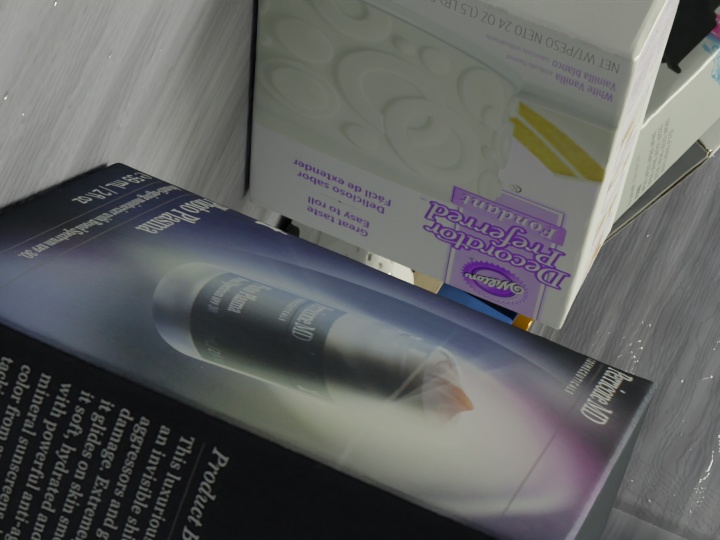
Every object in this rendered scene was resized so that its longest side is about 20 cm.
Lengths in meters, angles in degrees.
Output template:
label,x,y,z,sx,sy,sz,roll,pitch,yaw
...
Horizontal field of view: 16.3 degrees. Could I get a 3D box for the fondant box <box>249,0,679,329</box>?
label,x,y,z,sx,sy,sz,roll,pitch,yaw
fondant box,0.035,-0.071,0.972,0.200,0.144,0.058,97,18,-61

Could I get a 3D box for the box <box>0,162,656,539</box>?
label,x,y,z,sx,sy,sz,roll,pitch,yaw
box,-0.033,0.067,0.742,0.200,0.198,0.123,-40,152,-73

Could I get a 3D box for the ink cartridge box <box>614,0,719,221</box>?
label,x,y,z,sx,sy,sz,roll,pitch,yaw
ink cartridge box,0.115,-0.134,1.112,0.200,0.146,0.083,-45,164,-17

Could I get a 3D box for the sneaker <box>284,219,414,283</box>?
label,x,y,z,sx,sy,sz,roll,pitch,yaw
sneaker,0.000,0.000,1.166,0.074,0.080,0.200,73,39,-74

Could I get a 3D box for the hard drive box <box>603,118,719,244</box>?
label,x,y,z,sx,sy,sz,roll,pitch,yaw
hard drive box,0.164,-0.100,1.350,0.200,0.077,0.156,-44,-179,-42

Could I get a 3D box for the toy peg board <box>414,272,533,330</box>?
label,x,y,z,sx,sy,sz,roll,pitch,yaw
toy peg board,0.042,0.068,1.392,0.199,0.098,0.200,-58,179,39
